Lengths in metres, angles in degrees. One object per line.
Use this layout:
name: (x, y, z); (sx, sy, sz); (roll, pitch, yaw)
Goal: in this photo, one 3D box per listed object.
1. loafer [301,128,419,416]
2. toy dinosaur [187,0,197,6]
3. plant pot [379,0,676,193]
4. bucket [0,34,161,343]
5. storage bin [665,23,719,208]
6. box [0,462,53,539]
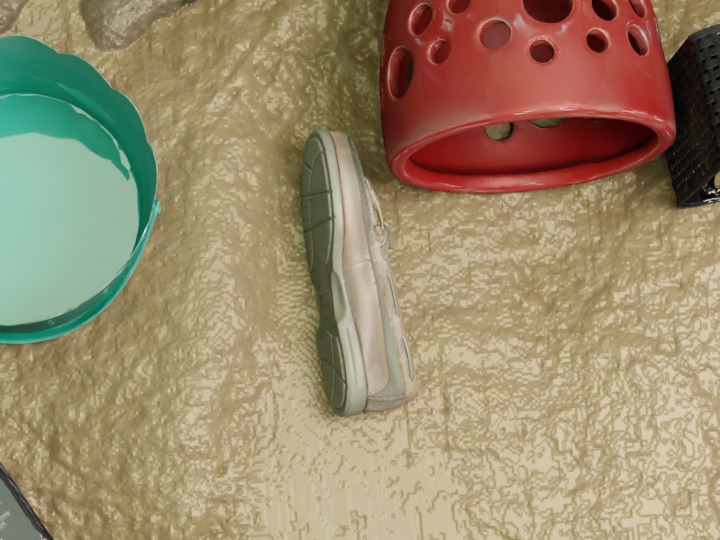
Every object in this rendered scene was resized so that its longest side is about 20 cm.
loafer: (0.000, 0.000, 1.774); (0.062, 0.072, 0.201); (-5, 88, -21)
toy dinosaur: (-0.049, -0.263, 1.799); (0.102, 0.077, 0.200); (37, 78, 10)
plant pot: (0.110, -0.163, 1.732); (0.199, 0.200, 0.184); (-3, 79, -4)
bucket: (-0.237, -0.050, 1.727); (0.206, 0.135, 0.209); (0, 81, -2)
storage bin: (0.284, -0.114, 1.731); (0.134, 0.200, 0.094); (-12, 82, -5)
box: (-0.302, 0.133, 1.690); (0.107, 0.148, 0.200); (-35, 85, -8)
